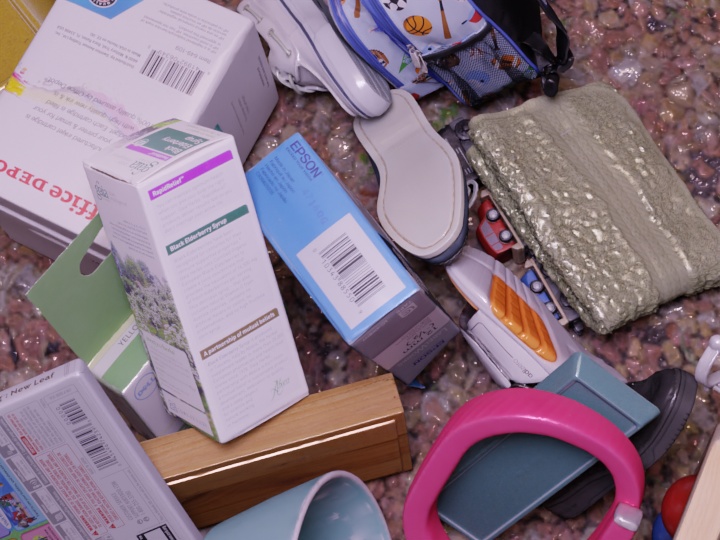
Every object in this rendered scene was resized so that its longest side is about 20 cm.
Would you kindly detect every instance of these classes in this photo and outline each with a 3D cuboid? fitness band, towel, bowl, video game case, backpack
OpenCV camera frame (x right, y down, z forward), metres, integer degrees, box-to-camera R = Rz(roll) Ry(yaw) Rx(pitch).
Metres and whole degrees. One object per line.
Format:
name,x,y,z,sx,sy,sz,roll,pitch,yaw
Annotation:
fitness band,0.107,0.160,1.127,0.143,0.200,0.037,26,43,1
towel,0.181,-0.054,1.268,0.148,0.037,0.200,-21,67,-23
bowl,-0.053,0.238,1.115,0.105,0.201,0.201,-8,66,21
video game case,-0.219,0.170,1.129,0.182,0.200,0.022,-23,31,9
backpack,0.055,-0.238,1.281,0.154,0.190,0.200,-22,53,19

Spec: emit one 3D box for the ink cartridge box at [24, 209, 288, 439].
ink cartridge box,-0.137,0.024,1.187,0.048,0.200,0.146,31,72,28

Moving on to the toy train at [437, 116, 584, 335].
toy train,0.111,-0.031,1.284,0.046,0.034,0.200,-28,69,-6

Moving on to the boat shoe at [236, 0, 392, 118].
boat shoe,-0.039,-0.169,1.319,0.067,0.074,0.200,-43,42,11

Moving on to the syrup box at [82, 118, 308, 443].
syrup box,-0.109,0.006,1.124,0.081,0.201,0.079,-29,28,-28

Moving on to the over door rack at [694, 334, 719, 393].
over door rack,0.335,0.077,1.127,0.148,0.200,0.067,34,113,33

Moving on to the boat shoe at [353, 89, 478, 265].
boat shoe,0.044,-0.061,1.243,0.075,0.062,0.200,-34,36,4

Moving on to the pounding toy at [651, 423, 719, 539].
pounding toy,0.219,0.215,1.096,0.142,0.184,0.200,22,71,12

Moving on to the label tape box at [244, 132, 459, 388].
label tape box,0.000,0.000,1.184,0.066,0.200,0.143,-40,70,5

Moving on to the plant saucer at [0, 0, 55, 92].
plant saucer,-0.335,-0.178,1.363,0.200,0.048,0.200,-36,70,-11

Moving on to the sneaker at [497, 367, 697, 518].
sneaker,0.135,0.112,1.160,0.104,0.200,0.060,30,44,-10

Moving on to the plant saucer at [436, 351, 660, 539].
plant saucer,0.114,0.128,1.133,0.070,0.200,0.019,36,44,-8

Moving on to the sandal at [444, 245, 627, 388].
sandal,0.125,0.068,1.213,0.207,0.079,0.059,43,113,2

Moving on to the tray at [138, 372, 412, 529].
tray,-0.065,0.135,1.189,0.199,0.099,0.037,-15,59,-3

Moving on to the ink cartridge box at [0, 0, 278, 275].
ink cartridge box,-0.178,-0.102,1.262,0.146,0.146,0.200,25,76,13
